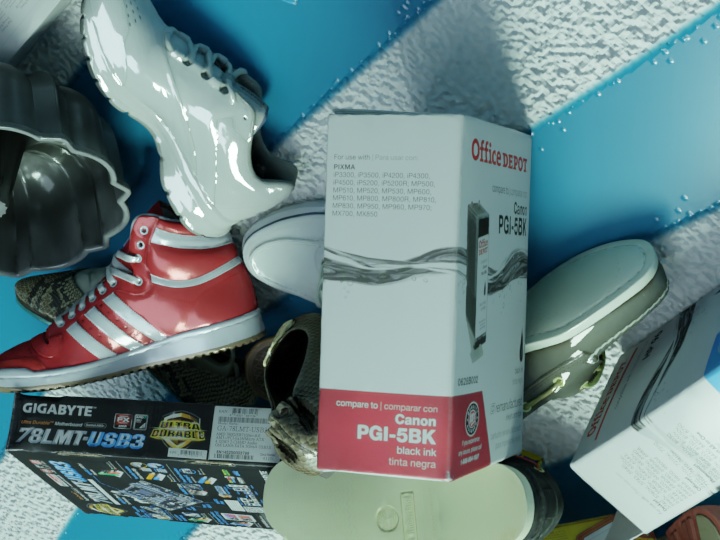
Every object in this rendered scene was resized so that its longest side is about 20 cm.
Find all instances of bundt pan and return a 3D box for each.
[{"bbox_3d":[-0.258,-0.073,1.048,0.201,0.076,0.202,-5,151,-3],"label":"bundt pan"}]

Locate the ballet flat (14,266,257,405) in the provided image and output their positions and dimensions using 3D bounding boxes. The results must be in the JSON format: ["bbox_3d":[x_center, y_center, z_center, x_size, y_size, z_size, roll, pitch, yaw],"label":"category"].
[{"bbox_3d":[-0.158,0.040,1.144,0.200,0.068,0.075,33,112,-4],"label":"ballet flat"}]

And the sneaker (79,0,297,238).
[{"bbox_3d":[-0.109,-0.117,0.994,0.087,0.075,0.200,-17,122,24],"label":"sneaker"}]

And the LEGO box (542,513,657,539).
[{"bbox_3d":[0.094,0.244,1.033,0.199,0.077,0.149,-8,144,-17],"label":"LEGO box"}]

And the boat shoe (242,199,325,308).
[{"bbox_3d":[0.000,0.000,1.013,0.200,0.067,0.074,2,125,28],"label":"boat shoe"}]

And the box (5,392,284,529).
[{"bbox_3d":[-0.132,0.144,1.120,0.198,0.050,0.200,4,158,9],"label":"box"}]

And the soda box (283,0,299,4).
[{"bbox_3d":[-0.108,-0.229,0.895,0.200,0.068,0.064,23,132,12],"label":"soda box"}]

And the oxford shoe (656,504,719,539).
[{"bbox_3d":[0.231,0.209,1.046,0.200,0.075,0.071,126,133,-61],"label":"oxford shoe"}]

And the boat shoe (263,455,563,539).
[{"bbox_3d":[0.030,0.149,0.967,0.201,0.063,0.074,-4,81,32],"label":"boat shoe"}]

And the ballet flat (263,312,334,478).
[{"bbox_3d":[-0.042,0.072,0.973,0.046,0.200,0.068,20,106,-13],"label":"ballet flat"}]

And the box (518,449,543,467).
[{"bbox_3d":[0.076,0.215,1.135,0.064,0.070,0.200,22,132,15],"label":"box"}]

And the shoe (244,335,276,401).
[{"bbox_3d":[0.018,0.079,1.082,0.200,0.053,0.070,12,96,16],"label":"shoe"}]

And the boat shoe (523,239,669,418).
[{"bbox_3d":[0.119,0.051,0.978,0.202,0.072,0.060,-36,113,29],"label":"boat shoe"}]

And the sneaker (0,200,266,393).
[{"bbox_3d":[-0.176,0.017,1.077,0.199,0.071,0.113,-14,97,1],"label":"sneaker"}]

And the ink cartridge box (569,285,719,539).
[{"bbox_3d":[0.202,0.079,0.927,0.068,0.116,0.200,42,133,-5],"label":"ink cartridge box"}]

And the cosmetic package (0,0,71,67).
[{"bbox_3d":[-0.240,-0.187,1.014,0.083,0.051,0.200,47,133,-8],"label":"cosmetic package"}]

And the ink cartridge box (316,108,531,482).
[{"bbox_3d":[0.041,0.012,0.887,0.083,0.147,0.201,2,91,22],"label":"ink cartridge box"}]
